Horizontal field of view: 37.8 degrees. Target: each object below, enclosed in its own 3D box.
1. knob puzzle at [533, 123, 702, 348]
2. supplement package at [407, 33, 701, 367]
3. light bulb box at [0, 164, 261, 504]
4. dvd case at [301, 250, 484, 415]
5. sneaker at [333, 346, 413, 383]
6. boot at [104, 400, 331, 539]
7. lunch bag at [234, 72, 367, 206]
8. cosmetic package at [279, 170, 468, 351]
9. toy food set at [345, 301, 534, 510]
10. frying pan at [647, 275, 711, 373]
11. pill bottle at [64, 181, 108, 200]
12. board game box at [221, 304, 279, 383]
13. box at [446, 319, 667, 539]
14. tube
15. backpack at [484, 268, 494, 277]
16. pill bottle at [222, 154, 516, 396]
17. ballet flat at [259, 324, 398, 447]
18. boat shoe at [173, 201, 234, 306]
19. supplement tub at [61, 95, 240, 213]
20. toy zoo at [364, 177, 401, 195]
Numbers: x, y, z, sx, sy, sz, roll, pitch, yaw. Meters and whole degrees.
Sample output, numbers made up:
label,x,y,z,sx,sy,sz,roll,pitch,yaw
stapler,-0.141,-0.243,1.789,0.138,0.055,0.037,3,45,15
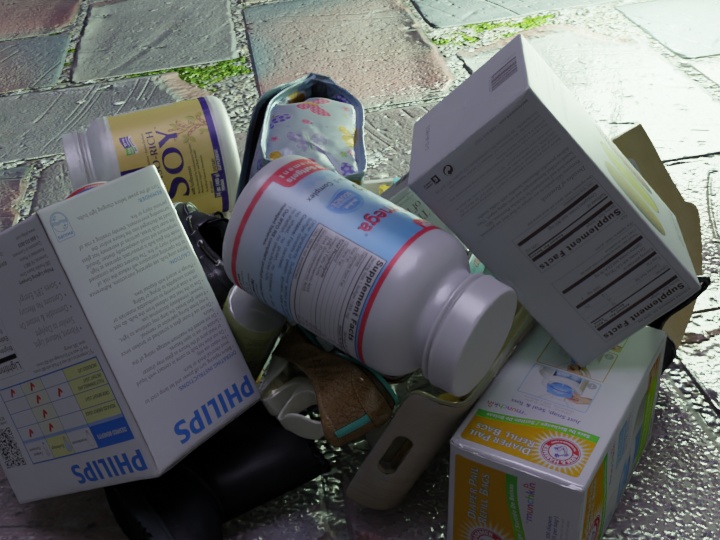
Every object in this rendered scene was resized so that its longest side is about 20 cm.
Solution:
label,x,y,z,sx,sy,sz,roll,pitch,yaw
knob puzzle,0.231,-0.005,0.967,0.217,0.223,0.030,-17,1,-18
supplement package,0.141,-0.050,0.774,0.109,0.200,0.114,-37,21,24
light bulb box,-0.214,0.054,0.819,0.197,0.202,0.124,-18,9,40
dvd case,0.029,0.047,0.950,0.199,0.022,0.146,-33,15,32
sneaker,-0.024,0.020,0.861,0.077,0.083,0.200,-34,57,-15
boot,-0.098,0.177,0.817,0.161,0.074,0.198,-22,29,-24
lunch bag,-0.062,-0.084,1.065,0.125,0.171,0.201,10,36,-5
cosmetic package,0.000,0.000,0.960,0.199,0.083,0.051,-37,15,23
toy food set,0.068,0.089,0.850,0.060,0.144,0.200,36,43,9
frying pan,0.238,0.063,0.881,0.189,0.114,0.031,-20,47,47
pill bottle,-0.242,-0.003,1.020,0.111,0.114,0.200,-13,27,-12
board game box,-0.147,0.038,1.087,0.149,0.047,0.201,2,31,15
box,0.151,0.129,0.802,0.100,0.114,0.200,16,36,25
tube,-0.108,0.078,0.893,0.057,0.201,0.052,11,55,-11
backpack,0.171,-0.055,1.078,0.175,0.152,0.200,-7,21,11
pill bottle,0.006,0.005,0.748,0.199,0.110,0.109,29,43,24
ballet flat,-0.038,0.092,0.819,0.072,0.068,0.200,-40,22,-12
boat shoe,-0.155,-0.026,1.055,0.066,0.070,0.200,-37,27,6
supplement tub,-0.254,-0.126,1.294,0.197,0.147,0.146,-14,31,-13
toy zoo,0.050,-0.077,1.273,0.197,0.021,0.132,-6,30,2
